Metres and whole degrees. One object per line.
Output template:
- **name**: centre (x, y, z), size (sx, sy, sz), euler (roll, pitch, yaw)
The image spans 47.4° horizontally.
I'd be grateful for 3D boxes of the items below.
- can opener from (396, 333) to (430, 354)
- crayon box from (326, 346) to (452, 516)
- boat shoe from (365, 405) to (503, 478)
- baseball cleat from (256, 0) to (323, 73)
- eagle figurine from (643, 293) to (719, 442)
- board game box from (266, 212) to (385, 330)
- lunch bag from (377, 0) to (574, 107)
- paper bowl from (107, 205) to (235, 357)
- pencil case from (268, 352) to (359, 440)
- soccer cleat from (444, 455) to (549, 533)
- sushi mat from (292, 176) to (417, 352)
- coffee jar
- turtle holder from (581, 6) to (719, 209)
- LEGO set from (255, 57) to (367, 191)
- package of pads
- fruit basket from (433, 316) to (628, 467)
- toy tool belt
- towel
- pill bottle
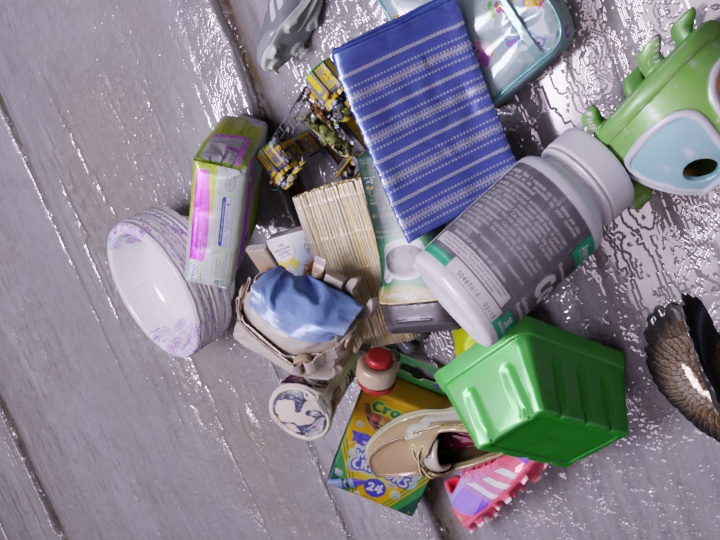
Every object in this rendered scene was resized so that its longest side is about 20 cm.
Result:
- **can opener**: centre (0.003, 0.025, 1.032), size (0.200, 0.066, 0.053), euler (44, 122, 5)
- **crayon box**: centre (0.045, 0.209, 1.053), size (0.123, 0.052, 0.203), euler (20, 118, 0)
- **boat shoe**: centre (0.091, 0.208, 0.976), size (0.197, 0.067, 0.075), euler (-25, 111, 20)
- **baseball cleat**: centre (-0.082, -0.338, 0.956), size (0.106, 0.069, 0.202), euler (43, 114, 18)
- **eagle figurine**: centre (0.371, 0.117, 0.809), size (0.197, 0.152, 0.154), euler (26, 130, 8)
- **board game box**: centre (0.000, 0.000, 0.976), size (0.196, 0.034, 0.137), euler (-14, 104, 16)
- **lunch bag**: centre (0.116, -0.277, 0.844), size (0.159, 0.077, 0.202), euler (-35, 89, 35)
- **paper bowl**: centre (-0.251, 0.008, 1.130), size (0.199, 0.104, 0.204), euler (29, 136, 31)
- **pencil case**: centre (-0.040, 0.126, 1.007), size (0.089, 0.200, 0.078), euler (-36, 98, 30)
- **soccer cleat**: centre (0.158, 0.251, 0.994), size (0.077, 0.066, 0.201), euler (53, 145, 22)
- **sushi mat**: centre (-0.006, -0.004, 0.951), size (0.094, 0.012, 0.204), euler (-14, 104, 16)
- **coffee jar**: centre (0.062, -0.035, 0.878), size (0.102, 0.085, 0.205), euler (-5, 96, 30)
- **turtle holder**: centre (0.284, -0.129, 0.758), size (0.132, 0.141, 0.186), euler (46, 119, 7)
- **LEGO set**: centre (-0.015, -0.148, 0.927), size (0.116, 0.153, 0.200), euler (49, 127, 6)
- **package of pads**: centre (-0.162, -0.094, 1.004), size (0.066, 0.201, 0.158), euler (9, 114, -3)
- **fruit basket**: centre (0.177, 0.099, 0.902), size (0.155, 0.215, 0.217), euler (-39, 86, 34)
- **toy tool belt**: centre (-0.044, 0.051, 0.904), size (0.196, 0.125, 0.125), euler (21, 127, 15)
- **towel**: centre (0.069, -0.149, 0.805), size (0.204, 0.143, 0.024), euler (66, 168, -10)
- **pill bottle**: centre (0.157, -0.034, 0.784), size (0.199, 0.113, 0.113), euler (-42, 84, -4)
